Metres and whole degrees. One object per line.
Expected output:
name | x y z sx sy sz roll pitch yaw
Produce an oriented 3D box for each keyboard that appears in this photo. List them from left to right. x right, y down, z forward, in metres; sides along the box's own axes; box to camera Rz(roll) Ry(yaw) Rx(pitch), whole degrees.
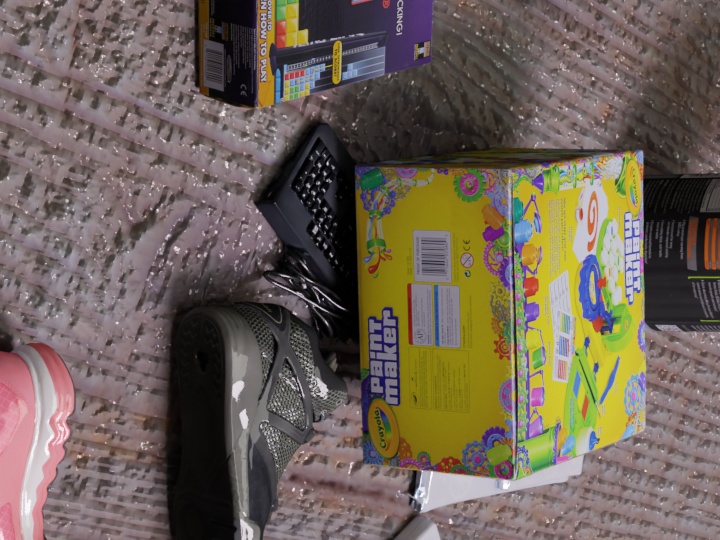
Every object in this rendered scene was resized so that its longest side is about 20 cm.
keyboard | 0.000 0.000 1.469 0.104 0.040 0.200 -57 138 -19

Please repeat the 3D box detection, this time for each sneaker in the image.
sneaker | -0.223 0.138 1.247 0.087 0.074 0.201 3 97 -36
sneaker | -0.061 0.115 1.410 0.114 0.076 0.200 -8 105 -41

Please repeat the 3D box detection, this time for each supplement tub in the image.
supplement tub | 0.290 -0.014 1.665 0.122 0.199 0.123 -2 93 -60

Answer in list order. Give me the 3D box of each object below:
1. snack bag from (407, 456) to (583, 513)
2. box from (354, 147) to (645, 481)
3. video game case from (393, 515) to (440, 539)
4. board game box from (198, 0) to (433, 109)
snack bag | 0.117 0.081 1.652 0.200 0.021 0.189 -4 107 -49
box | 0.099 0.022 1.484 0.192 0.122 0.201 -10 101 -56
video game case | 0.009 0.309 1.607 0.200 0.022 0.183 -43 132 -31
board game box | -0.025 -0.213 1.348 0.165 0.057 0.201 -20 118 -43
